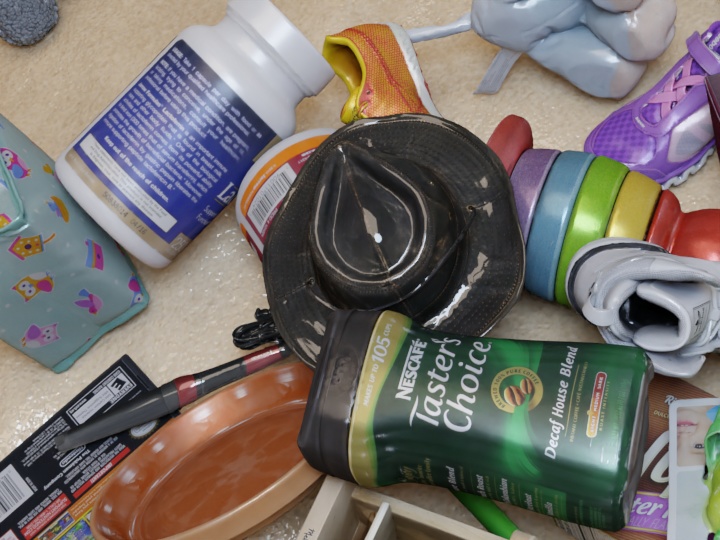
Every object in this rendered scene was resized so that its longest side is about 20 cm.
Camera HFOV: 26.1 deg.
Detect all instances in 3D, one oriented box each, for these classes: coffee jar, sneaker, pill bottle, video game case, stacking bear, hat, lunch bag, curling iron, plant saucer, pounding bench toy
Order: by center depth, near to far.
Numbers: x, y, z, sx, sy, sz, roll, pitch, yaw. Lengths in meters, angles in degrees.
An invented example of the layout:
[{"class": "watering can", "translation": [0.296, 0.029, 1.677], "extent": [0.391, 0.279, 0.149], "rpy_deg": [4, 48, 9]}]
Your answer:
[{"class": "coffee jar", "translation": [0.066, 0.084, 0.910], "extent": [0.199, 0.085, 0.105], "rpy_deg": [7, 67, 15]}, {"class": "sneaker", "translation": [0.225, 0.030, 0.953], "extent": [0.199, 0.115, 0.076], "rpy_deg": [9, 103, 5]}, {"class": "pounding bench toy", "translation": [0.055, 0.189, 0.959], "extent": [0.155, 0.124, 0.201], "rpy_deg": [15, 65, 27]}, {"class": "hat", "translation": [0.007, -0.029, 1.000], "extent": [0.199, 0.081, 0.202], "rpy_deg": [-10, 63, 20]}, {"class": "plant saucer", "translation": [-0.085, 0.129, 1.026], "extent": [0.199, 0.032, 0.200], "rpy_deg": [-26, 19, 10]}, {"class": "stacking bear", "translation": [0.176, -0.021, 1.062], "extent": [0.199, 0.114, 0.122], "rpy_deg": [16, 105, 14]}, {"class": "pill bottle", "translation": [0.000, 0.000, 1.107], "extent": [0.113, 0.113, 0.200], "rpy_deg": [-33, 55, -3]}, {"class": "video game case", "translation": [-0.193, 0.182, 1.114], "extent": [0.200, 0.026, 0.181], "rpy_deg": [-41, 55, -10]}, {"class": "sneaker", "translation": [0.246, -0.132, 1.119], "extent": [0.199, 0.089, 0.081], "rpy_deg": [-29, 55, 2]}, {"class": "curling iron", "translation": [-0.131, 0.084, 1.130], "extent": [0.199, 0.026, 0.050], "rpy_deg": [-29, 31, 0]}, {"class": "pill bottle", "translation": [-0.120, -0.108, 1.153], "extent": [0.200, 0.116, 0.116], "rpy_deg": [-45, 55, 2]}, {"class": "sneaker", "translation": [0.029, -0.101, 1.169], "extent": [0.077, 0.073, 0.201], "rpy_deg": [-17, 58, -22]}, {"class": "lunch bag", "translation": [-0.276, -0.045, 1.195], "extent": [0.122, 0.170, 0.200], "rpy_deg": [-38, 54, 8]}]

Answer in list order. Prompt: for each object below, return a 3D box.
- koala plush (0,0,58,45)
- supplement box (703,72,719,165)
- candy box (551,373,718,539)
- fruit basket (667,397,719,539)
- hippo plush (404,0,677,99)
[{"class": "koala plush", "translation": [-0.333, -0.342, 1.388], "extent": [0.183, 0.200, 0.177], "rpy_deg": [34, 75, 33]}, {"class": "supplement box", "translation": [0.344, -0.100, 1.049], "extent": [0.199, 0.111, 0.086], "rpy_deg": [-18, 54, 8]}, {"class": "candy box", "translation": [0.229, 0.151, 0.965], "extent": [0.199, 0.057, 0.117], "rpy_deg": [29, 71, 30]}, {"class": "fruit basket", "translation": [0.259, 0.139, 0.854], "extent": [0.184, 0.094, 0.200], "rpy_deg": [-3, 37, 17]}, {"class": "hippo plush", "translation": [0.169, -0.231, 1.186], "extent": [0.159, 0.200, 0.161], "rpy_deg": [35, 55, -12]}]
